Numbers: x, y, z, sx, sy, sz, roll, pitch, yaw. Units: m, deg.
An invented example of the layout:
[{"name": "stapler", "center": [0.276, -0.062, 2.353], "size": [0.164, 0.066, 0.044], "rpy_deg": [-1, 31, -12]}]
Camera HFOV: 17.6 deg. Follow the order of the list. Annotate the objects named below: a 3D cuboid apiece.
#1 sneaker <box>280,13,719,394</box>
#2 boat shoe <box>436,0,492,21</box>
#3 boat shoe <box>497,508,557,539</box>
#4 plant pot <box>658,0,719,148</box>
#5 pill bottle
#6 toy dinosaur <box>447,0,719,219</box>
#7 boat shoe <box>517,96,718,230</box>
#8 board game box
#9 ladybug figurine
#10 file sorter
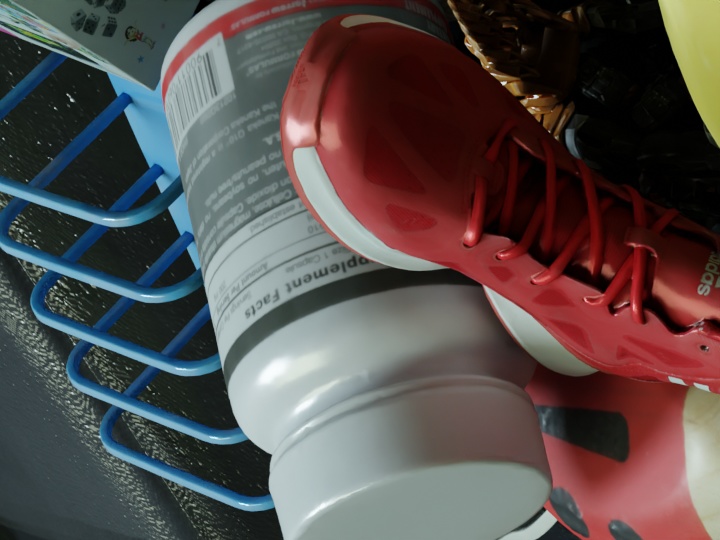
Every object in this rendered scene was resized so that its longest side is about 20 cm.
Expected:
[{"name": "sneaker", "center": [0.072, -0.018, 0.720], "size": [0.115, 0.079, 0.200], "rpy_deg": [10, 167, 42]}, {"name": "boat shoe", "center": [-0.018, -0.140, 0.904], "size": [0.199, 0.062, 0.075], "rpy_deg": [7, 152, 25]}, {"name": "boat shoe", "center": [0.075, 0.085, 1.092], "size": [0.060, 0.074, 0.200], "rpy_deg": [35, 160, 3]}, {"name": "plant pot", "center": [0.188, -0.119, 0.557], "size": [0.188, 0.201, 0.201], "rpy_deg": [-1, 132, 32]}, {"name": "pill bottle", "center": [0.000, 0.000, 0.844], "size": [0.114, 0.114, 0.200], "rpy_deg": [108, 151, -60]}, {"name": "toy dinosaur", "center": [0.099, -0.055, 0.792], "size": [0.135, 0.200, 0.102], "rpy_deg": [1, 97, 42]}, {"name": "boat shoe", "center": [0.048, -0.040, 0.944], "size": [0.202, 0.075, 0.075], "rpy_deg": [20, 145, 35]}, {"name": "board game box", "center": [-0.182, -0.157, 0.981], "size": [0.147, 0.064, 0.200], "rpy_deg": [22, 174, 40]}, {"name": "ladybug figurine", "center": [0.112, 0.055, 0.863], "size": [0.200, 0.072, 0.136], "rpy_deg": [1, 97, 60]}, {"name": "file sorter", "center": [-0.079, -0.006, 1.088], "size": [0.139, 0.123, 0.200], "rpy_deg": [17, 143, 37]}]
